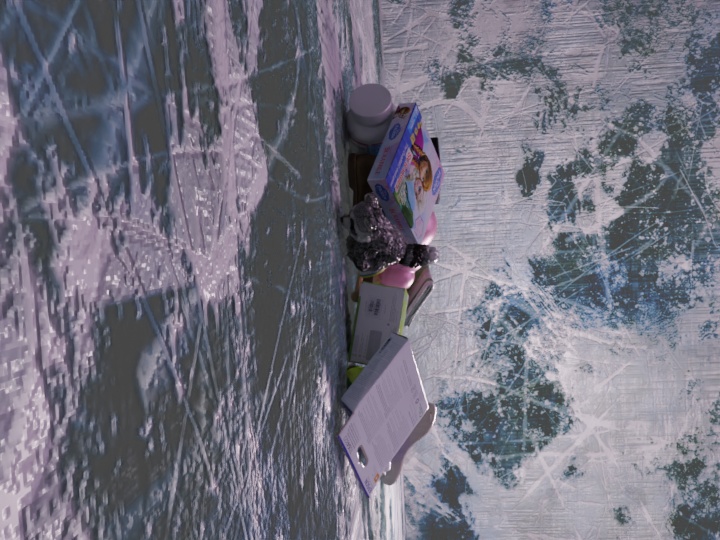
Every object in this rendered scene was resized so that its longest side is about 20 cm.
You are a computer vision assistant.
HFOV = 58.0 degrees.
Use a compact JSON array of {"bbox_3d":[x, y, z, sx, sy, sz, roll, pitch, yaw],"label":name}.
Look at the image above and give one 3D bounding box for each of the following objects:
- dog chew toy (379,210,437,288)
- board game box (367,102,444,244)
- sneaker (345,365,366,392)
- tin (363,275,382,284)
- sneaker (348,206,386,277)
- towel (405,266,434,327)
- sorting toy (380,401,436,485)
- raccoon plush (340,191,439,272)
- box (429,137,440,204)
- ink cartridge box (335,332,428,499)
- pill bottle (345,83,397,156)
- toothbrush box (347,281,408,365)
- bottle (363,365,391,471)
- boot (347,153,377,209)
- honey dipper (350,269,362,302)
[{"bbox_3d":[0.093,-0.051,1.408,0.125,0.124,0.201,-54,157,-82],"label":"dog chew toy"},{"bbox_3d":[0.095,-0.182,1.263,0.200,0.041,0.201,57,45,-47],"label":"board game box"},{"bbox_3d":[0.013,0.214,1.143,0.200,0.074,0.084,39,56,-68],"label":"sneaker"},{"bbox_3d":[0.047,0.040,1.485,0.200,0.042,0.113,-15,107,-67],"label":"tin"},{"bbox_3d":[0.031,-0.078,1.281,0.082,0.074,0.200,53,37,-28],"label":"sneaker"},{"bbox_3d":[0.131,0.029,1.598,0.150,0.031,0.200,-58,-162,29],"label":"towel"},{"bbox_3d":[0.059,0.348,1.368,0.200,0.106,0.181,171,-70,-71],"label":"sorting toy"},{"bbox_3d":[0.059,-0.074,1.148,0.134,0.199,0.097,114,-37,-53],"label":"raccoon plush"},{"bbox_3d":[0.116,-0.259,1.762,0.197,0.199,0.125,70,18,-74],"label":"box"},{"bbox_3d":[0.030,0.236,1.054,0.200,0.040,0.200,-49,141,-30],"label":"ink cartridge box"},{"bbox_3d":[0.028,-0.278,1.314,0.200,0.108,0.109,79,10,-63],"label":"pill bottle"},{"bbox_3d":[0.038,0.105,1.229,0.200,0.086,0.146,38,61,-81],"label":"toothbrush box"},{"bbox_3d":[0.039,0.288,1.272,0.065,0.083,0.201,3,88,-64],"label":"bottle"},{"bbox_3d":[0.020,-0.153,1.339,0.201,0.075,0.074,83,8,-48],"label":"boot"},{"bbox_3d":[0.000,0.000,1.302,0.200,0.038,0.038,-78,165,-55],"label":"honey dipper"}]
